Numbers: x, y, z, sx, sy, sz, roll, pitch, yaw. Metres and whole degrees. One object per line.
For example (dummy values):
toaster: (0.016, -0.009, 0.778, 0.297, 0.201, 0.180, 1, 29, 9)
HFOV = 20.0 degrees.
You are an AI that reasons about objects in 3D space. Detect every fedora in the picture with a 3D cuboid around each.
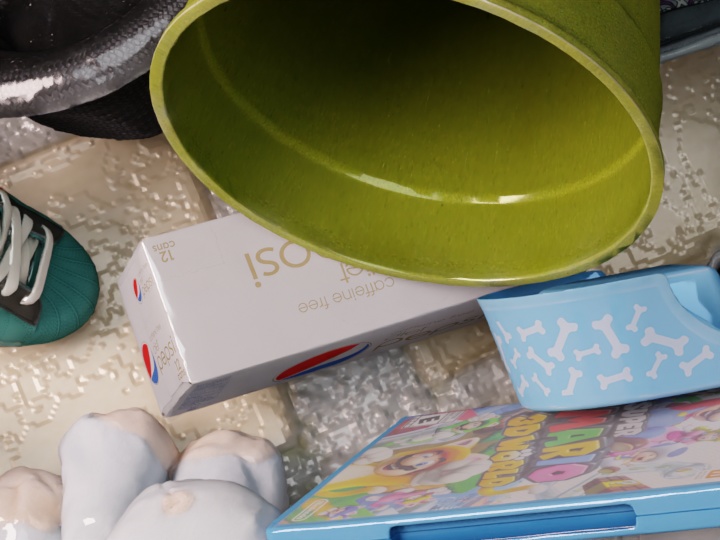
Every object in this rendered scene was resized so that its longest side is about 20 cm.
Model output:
fedora: (-0.126, -0.121, 0.910, 0.200, 0.092, 0.201, -10, 52, 13)

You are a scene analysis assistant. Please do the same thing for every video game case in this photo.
video game case: (0.081, 0.074, 0.790, 0.200, 0.143, 0.018, -9, 100, 26)

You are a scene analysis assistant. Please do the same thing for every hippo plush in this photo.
hippo plush: (-0.103, 0.136, 0.837, 0.200, 0.161, 0.159, -44, 84, -11)

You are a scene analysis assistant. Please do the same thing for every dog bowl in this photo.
dog bowl: (0.150, 0.017, 0.831, 0.200, 0.111, 0.050, -11, 92, -6)

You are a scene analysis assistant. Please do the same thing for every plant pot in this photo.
plant pot: (0.037, -0.127, 0.826, 0.200, 0.200, 0.193, 15, 60, 0)

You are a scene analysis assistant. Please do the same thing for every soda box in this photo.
soda box: (0.000, 0.000, 0.901, 0.200, 0.064, 0.068, -16, 78, -21)

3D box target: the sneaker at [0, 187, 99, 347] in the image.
sneaker: (-0.181, -0.019, 0.862, 0.200, 0.080, 0.072, 26, 67, -39)

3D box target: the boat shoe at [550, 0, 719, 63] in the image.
boat shoe: (0.109, -0.121, 0.916, 0.200, 0.070, 0.072, -16, 34, 20)

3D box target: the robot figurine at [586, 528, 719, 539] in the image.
robot figurine: (0.084, 0.140, 0.805, 0.200, 0.113, 0.170, -11, 46, 18)

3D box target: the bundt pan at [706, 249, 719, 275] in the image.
bundt pan: (0.200, 0.087, 0.909, 0.201, 0.076, 0.202, 1, 78, -3)
